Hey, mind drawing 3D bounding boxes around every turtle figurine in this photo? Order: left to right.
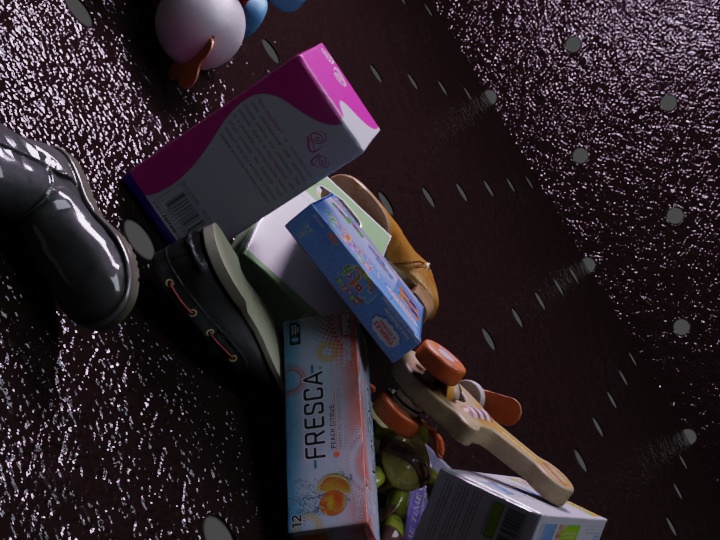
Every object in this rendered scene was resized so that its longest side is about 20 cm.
[{"bbox_3d":[0.037,0.190,1.067,0.200,0.064,0.161,48,43,-16],"label":"turtle figurine"}]

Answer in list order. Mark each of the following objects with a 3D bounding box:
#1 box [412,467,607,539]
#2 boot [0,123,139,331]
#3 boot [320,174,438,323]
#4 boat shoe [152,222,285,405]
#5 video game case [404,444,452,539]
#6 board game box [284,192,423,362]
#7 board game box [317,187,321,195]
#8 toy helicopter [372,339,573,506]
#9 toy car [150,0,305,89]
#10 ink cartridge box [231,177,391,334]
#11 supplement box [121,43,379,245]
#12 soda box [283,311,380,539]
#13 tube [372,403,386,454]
[{"bbox_3d":[0.134,0.253,1.073,0.101,0.113,0.200,21,0,30],"label":"box"},{"bbox_3d":[-0.250,-0.053,0.788,0.182,0.073,0.200,53,7,29],"label":"boot"},{"bbox_3d":[0.024,-0.026,1.358,0.201,0.071,0.144,58,11,-6],"label":"boot"},{"bbox_3d":[-0.111,0.047,1.010,0.074,0.063,0.201,-106,171,-50],"label":"boat shoe"},{"bbox_3d":[0.095,0.279,1.173,0.200,0.019,0.143,46,44,-34],"label":"video game case"},{"bbox_3d":[0.000,0.000,1.095,0.151,0.037,0.200,52,6,-2],"label":"board game box"},{"bbox_3d":[-0.060,-0.043,1.315,0.200,0.040,0.153,54,19,-14],"label":"board game box"},{"bbox_3d":[0.110,0.142,1.076,0.200,0.079,0.132,39,9,4],"label":"toy helicopter"},{"bbox_3d":[-0.177,-0.279,1.272,0.184,0.177,0.200,30,61,-33],"label":"toy car"},{"bbox_3d":[-0.051,-0.015,1.194,0.146,0.048,0.200,42,33,-15],"label":"ink cartridge box"},{"bbox_3d":[-0.095,-0.105,1.065,0.101,0.200,0.103,56,19,-9],"label":"supplement box"},{"bbox_3d":[-0.025,0.137,0.999,0.064,0.068,0.200,71,13,-54],"label":"soda box"},{"bbox_3d":[-0.001,0.144,1.154,0.200,0.058,0.052,47,32,-29],"label":"tube"}]
